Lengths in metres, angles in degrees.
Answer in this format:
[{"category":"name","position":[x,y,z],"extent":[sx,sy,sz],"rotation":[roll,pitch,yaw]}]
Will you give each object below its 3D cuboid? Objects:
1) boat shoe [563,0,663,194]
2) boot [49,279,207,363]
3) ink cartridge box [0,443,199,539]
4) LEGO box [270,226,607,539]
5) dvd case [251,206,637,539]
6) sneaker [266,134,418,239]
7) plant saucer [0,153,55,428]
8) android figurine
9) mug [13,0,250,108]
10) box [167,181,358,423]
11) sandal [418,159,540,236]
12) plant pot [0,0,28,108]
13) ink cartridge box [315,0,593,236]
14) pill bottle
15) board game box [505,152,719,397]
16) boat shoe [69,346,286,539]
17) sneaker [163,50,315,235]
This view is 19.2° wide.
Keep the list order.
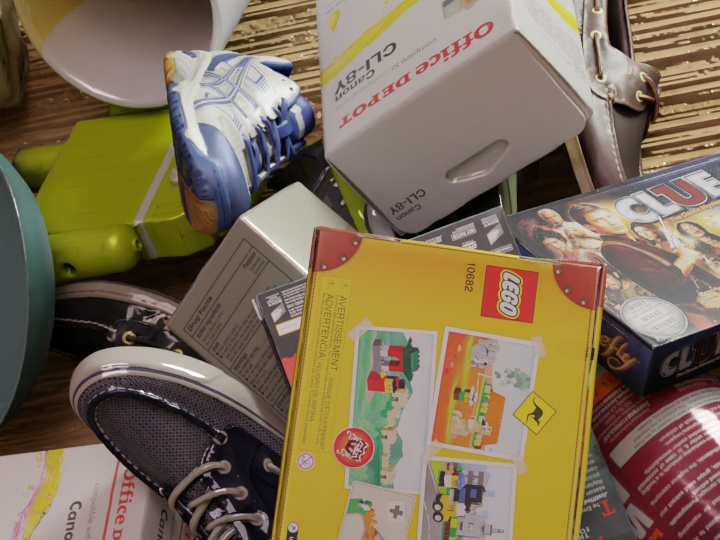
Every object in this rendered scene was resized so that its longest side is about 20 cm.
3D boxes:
[{"category":"boat shoe","position":[0.151,-0.113,1.318],"extent":[0.070,0.070,0.200],"rotation":[-18,58,11]},{"category":"boot","position":[-0.131,0.094,1.287],"extent":[0.200,0.073,0.151],"rotation":[13,66,17]},{"category":"ink cartridge box","position":[-0.158,0.161,1.173],"extent":[0.200,0.068,0.117],"rotation":[-9,52,19]},{"category":"LEGO box","position":[0.036,0.089,1.065],"extent":[0.149,0.077,0.200],"rotation":[8,77,-1]},{"category":"dvd case","position":[0.044,0.081,1.123],"extent":[0.146,0.022,0.200],"rotation":[-21,74,-5]},{"category":"sneaker","position":[0.000,0.000,1.310],"extent":[0.081,0.074,0.200],"rotation":[-30,55,20]},{"category":"plant saucer","position":[-0.238,0.010,1.326],"extent":[0.036,0.200,0.200],"rotation":[-2,48,-36]},{"category":"android figurine","position":[-0.143,-0.057,1.360],"extent":[0.200,0.041,0.182],"rotation":[-6,38,25]},{"category":"mug","position":[-0.139,-0.223,1.401],"extent":[0.149,0.187,0.153],"rotation":[-19,22,34]},{"category":"box","position":[0.000,0.053,1.203],"extent":[0.200,0.078,0.095],"rotation":[42,121,8]},{"category":"sandal","position":[0.077,-0.059,1.317],"extent":[0.080,0.057,0.201],"rotation":[-20,46,35]},{"category":"plant pot","position":[-0.326,-0.171,1.436],"extent":[0.183,0.201,0.201],"rotation":[-5,59,1]},{"category":"ink cartridge box","position":[0.053,-0.139,1.296],"extent":[0.145,0.083,0.200],"rotation":[-33,35,22]},{"category":"pill bottle","position":[0.191,0.137,1.142],"extent":[0.110,0.110,0.200],"rotation":[-37,57,-6]},{"category":"board game box","position":[0.187,-0.005,1.196],"extent":[0.200,0.035,0.135],"rotation":[-17,41,-34]},{"category":"boat shoe","position":[-0.067,0.120,1.116],"extent":[0.075,0.200,0.093],"rotation":[-46,24,31]},{"category":"sneaker","position":[-0.069,-0.087,1.258],"extent":[0.088,0.075,0.200],"rotation":[-5,29,-4]}]
